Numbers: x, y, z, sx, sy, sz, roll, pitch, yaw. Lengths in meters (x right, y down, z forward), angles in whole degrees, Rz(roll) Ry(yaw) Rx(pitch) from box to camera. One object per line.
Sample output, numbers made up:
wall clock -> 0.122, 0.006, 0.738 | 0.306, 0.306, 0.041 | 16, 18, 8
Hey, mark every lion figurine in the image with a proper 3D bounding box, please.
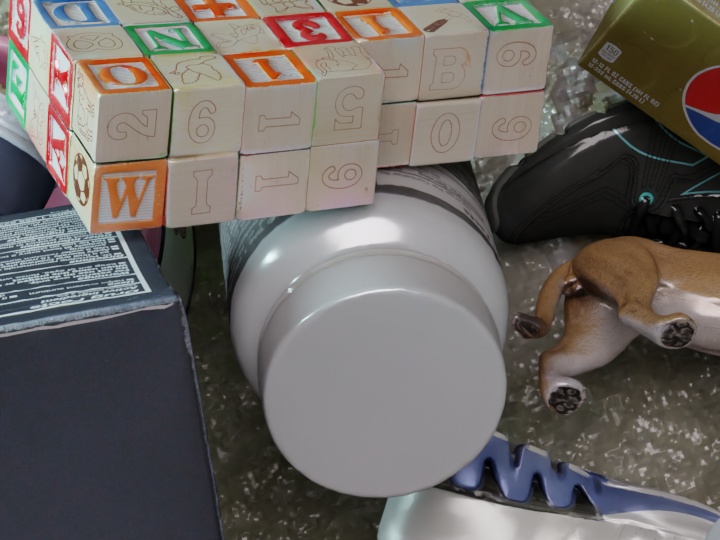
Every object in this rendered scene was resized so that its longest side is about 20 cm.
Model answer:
lion figurine -> 0.148, 0.017, 1.193 | 0.200, 0.073, 0.123 | 17, 29, -16

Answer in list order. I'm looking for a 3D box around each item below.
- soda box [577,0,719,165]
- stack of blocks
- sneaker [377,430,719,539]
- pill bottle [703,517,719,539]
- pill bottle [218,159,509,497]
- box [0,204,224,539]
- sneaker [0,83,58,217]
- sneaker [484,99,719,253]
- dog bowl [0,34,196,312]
soda box -> 0.197, -0.067, 1.192 | 0.200, 0.068, 0.064 | 34, 50, -5
stack of blocks -> -0.028, -0.075, 1.110 | 0.200, 0.059, 0.115 | -6, 31, -23
sneaker -> 0.088, 0.140, 1.194 | 0.199, 0.081, 0.115 | 20, 86, -2
pill bottle -> 0.218, 0.163, 1.038 | 0.112, 0.112, 0.200 | -33, 100, -12
pill bottle -> 0.000, 0.000, 1.160 | 0.114, 0.114, 0.200 | -5, 30, -3
box -> -0.163, 0.062, 1.035 | 0.200, 0.198, 0.123 | -11, 102, -8
sneaker -> -0.229, -0.048, 1.167 | 0.200, 0.070, 0.109 | 23, 70, 3
sneaker -> 0.154, -0.040, 1.250 | 0.200, 0.075, 0.079 | -17, 75, -7
dog bowl -> -0.173, -0.016, 1.233 | 0.200, 0.074, 0.200 | 0, 72, -1
